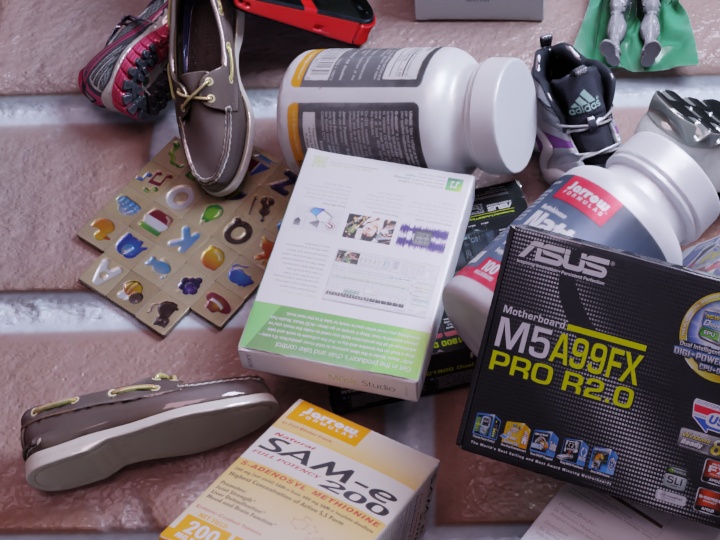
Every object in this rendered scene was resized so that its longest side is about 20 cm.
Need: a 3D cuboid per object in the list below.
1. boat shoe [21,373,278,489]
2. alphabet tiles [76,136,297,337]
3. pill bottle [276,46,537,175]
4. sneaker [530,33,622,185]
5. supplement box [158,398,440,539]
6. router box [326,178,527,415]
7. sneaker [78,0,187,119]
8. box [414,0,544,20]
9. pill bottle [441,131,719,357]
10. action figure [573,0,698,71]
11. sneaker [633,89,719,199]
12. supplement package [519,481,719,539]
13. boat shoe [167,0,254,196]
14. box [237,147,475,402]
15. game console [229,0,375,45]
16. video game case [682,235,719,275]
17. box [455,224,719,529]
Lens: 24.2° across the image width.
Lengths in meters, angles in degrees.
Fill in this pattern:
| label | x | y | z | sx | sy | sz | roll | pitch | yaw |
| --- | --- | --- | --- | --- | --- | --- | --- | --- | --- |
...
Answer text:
| label | x | y | z | sx | sy | sz | roll | pitch | yaw |
| --- | --- | --- | --- | --- | --- | --- | --- | --- | --- |
| boat shoe | -0.165 | 0.113 | 1.303 | 0.199 | 0.072 | 0.060 | -16 | 59 | -2 |
| alphabet tiles | -0.141 | -0.036 | 1.449 | 0.166 | 0.006 | 0.200 | 31 | 62 | 23 |
| pill bottle | 0.039 | -0.129 | 1.405 | 0.199 | 0.117 | 0.117 | 3 | 53 | 27 |
| sneaker | 0.188 | -0.113 | 1.394 | 0.077 | 0.140 | 0.200 | -23 | 56 | -12 |
| supplement box | -0.043 | 0.187 | 1.197 | 0.126 | 0.074 | 0.200 | 22 | 33 | 18 |
| router box | 0.056 | 0.021 | 1.359 | 0.199 | 0.062 | 0.150 | -12 | 55 | -4 |
| sneaker | -0.181 | -0.224 | 1.542 | 0.074 | 0.081 | 0.200 | 16 | 51 | 34 |
| box | 0.115 | -0.342 | 1.588 | 0.124 | 0.098 | 0.201 | 1 | 56 | 6 |
| pill bottle | 0.169 | -0.007 | 1.256 | 0.200 | 0.120 | 0.120 | -43 | 62 | -14 |
| action figure | 0.255 | -0.267 | 1.555 | 0.118 | 0.055 | 0.201 | 3 | 51 | 10 |
| sneaker | 0.282 | -0.092 | 1.391 | 0.199 | 0.089 | 0.074 | 8 | 33 | -44 |
| supplement package | 0.210 | 0.178 | 1.205 | 0.109 | 0.114 | 0.200 | 32 | 64 | 24 |
| boat shoe | -0.136 | -0.166 | 1.462 | 0.072 | 0.059 | 0.201 | -8 | 75 | 26 |
| box | 0.000 | 0.000 | 1.319 | 0.144 | 0.036 | 0.201 | 10 | 56 | 12 |
| game console | -0.084 | -0.291 | 1.548 | 0.176 | 0.031 | 0.200 | 6 | 43 | -41 |
| video game case | 0.244 | 0.024 | 1.272 | 0.182 | 0.200 | 0.023 | -41 | 94 | -22 |
| box | 0.179 | 0.070 | 1.134 | 0.199 | 0.044 | 0.161 | 16 | 97 | 15 |
